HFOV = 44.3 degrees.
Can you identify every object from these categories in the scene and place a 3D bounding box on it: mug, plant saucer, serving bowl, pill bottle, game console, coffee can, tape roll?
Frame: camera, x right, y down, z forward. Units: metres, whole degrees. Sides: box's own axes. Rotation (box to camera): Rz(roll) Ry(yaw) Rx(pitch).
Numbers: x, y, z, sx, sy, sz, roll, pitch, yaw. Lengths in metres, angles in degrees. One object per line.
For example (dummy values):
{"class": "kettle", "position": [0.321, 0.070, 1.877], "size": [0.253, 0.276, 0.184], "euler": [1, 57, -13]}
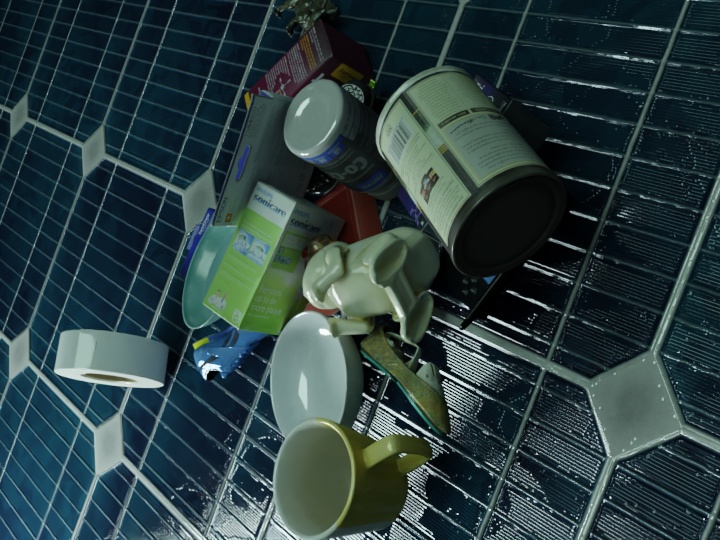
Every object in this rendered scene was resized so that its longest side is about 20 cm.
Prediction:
{"class": "mug", "position": [-0.001, 0.282, 1.160], "size": [0.184, 0.152, 0.153], "euler": [2, 77, 44]}
{"class": "plant saucer", "position": [-0.051, -0.036, 1.401], "size": [0.198, 0.036, 0.204], "euler": [-31, 56, 34]}
{"class": "serving bowl", "position": [-0.055, 0.164, 1.304], "size": [0.198, 0.065, 0.206], "euler": [-10, 78, 52]}
{"class": "pill bottle", "position": [-0.010, -0.183, 1.288], "size": [0.112, 0.198, 0.117], "euler": [-16, 63, 34]}
{"class": "game console", "position": [0.170, -0.043, 1.129], "size": [0.201, 0.115, 0.177], "euler": [-53, 47, 17]}
{"class": "coffee can", "position": [0.122, -0.115, 1.011], "size": [0.147, 0.145, 0.202], "euler": [-48, 50, 21]}
{"class": "tape roll", "position": [-0.452, 0.162, 1.609], "size": [0.200, 0.200, 0.073], "euler": [-8, 69, 42]}
{"class": "plant saucer", "position": [-0.228, 0.002, 1.433], "size": [0.199, 0.035, 0.204], "euler": [-35, 44, 43]}

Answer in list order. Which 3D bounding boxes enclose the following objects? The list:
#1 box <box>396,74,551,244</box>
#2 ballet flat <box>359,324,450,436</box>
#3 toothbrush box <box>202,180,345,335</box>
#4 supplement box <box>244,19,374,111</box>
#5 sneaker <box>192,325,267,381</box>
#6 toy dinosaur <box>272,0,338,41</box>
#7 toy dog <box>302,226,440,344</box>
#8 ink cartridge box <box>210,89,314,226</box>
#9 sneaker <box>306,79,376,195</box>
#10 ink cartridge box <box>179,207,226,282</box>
{"class": "box", "position": [0.146, -0.142, 1.182], "size": [0.202, 0.078, 0.142], "euler": [-55, 27, 14]}
{"class": "ballet flat", "position": [0.071, 0.140, 1.205], "size": [0.200, 0.070, 0.072], "euler": [43, 106, 43]}
{"class": "toothbrush box", "position": [-0.128, -0.013, 1.330], "size": [0.085, 0.145, 0.204], "euler": [27, 95, 30]}
{"class": "supplement box", "position": [-0.086, -0.303, 1.472], "size": [0.199, 0.109, 0.087], "euler": [-37, 54, 30]}
{"class": "sneaker", "position": [-0.203, 0.130, 1.482], "size": [0.198, 0.065, 0.080], "euler": [-26, 75, 35]}
{"class": "toy dinosaur", "position": [-0.098, -0.468, 1.581], "size": [0.102, 0.077, 0.202], "euler": [-40, 46, 13]}
{"class": "toy dog", "position": [0.000, 0.000, 1.232], "size": [0.197, 0.140, 0.196], "euler": [-4, 46, 40]}
{"class": "ink cartridge box", "position": [-0.139, -0.161, 1.310], "size": [0.040, 0.198, 0.203], "euler": [29, 106, 28]}
{"class": "sneaker", "position": [-0.024, -0.208, 1.410], "size": [0.071, 0.083, 0.202], "euler": [35, 106, 16]}
{"class": "ink cartridge box", "position": [-0.236, -0.018, 1.550], "size": [0.199, 0.075, 0.139], "euler": [32, 99, 47]}
